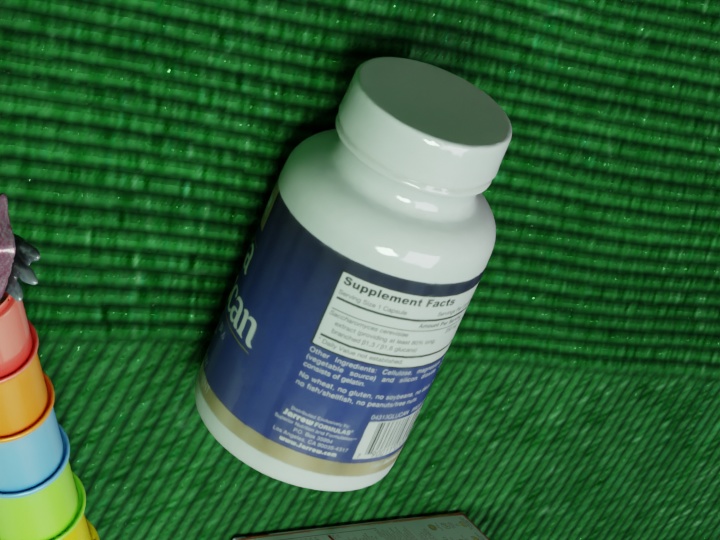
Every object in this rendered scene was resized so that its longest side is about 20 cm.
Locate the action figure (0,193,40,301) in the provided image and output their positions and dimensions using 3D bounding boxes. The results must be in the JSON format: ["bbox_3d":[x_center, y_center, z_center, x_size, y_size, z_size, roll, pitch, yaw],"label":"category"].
[{"bbox_3d":[-0.231,-0.024,1.105,0.200,0.149,0.134,6,140,-35],"label":"action figure"}]

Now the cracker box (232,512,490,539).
[{"bbox_3d":[-0.016,0.216,1.660,0.200,0.058,0.134,-1,125,-46],"label":"cracker box"}]

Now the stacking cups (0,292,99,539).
[{"bbox_3d":[-0.170,0.078,1.348,0.060,0.061,0.200,-33,142,-19],"label":"stacking cups"}]

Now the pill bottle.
[{"bbox_3d":[0.000,0.000,1.403,0.111,0.111,0.200,-6,129,-44],"label":"pill bottle"}]
